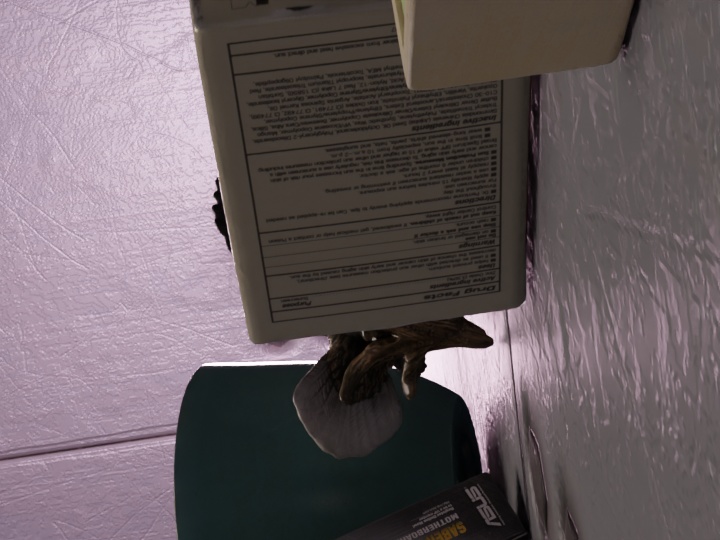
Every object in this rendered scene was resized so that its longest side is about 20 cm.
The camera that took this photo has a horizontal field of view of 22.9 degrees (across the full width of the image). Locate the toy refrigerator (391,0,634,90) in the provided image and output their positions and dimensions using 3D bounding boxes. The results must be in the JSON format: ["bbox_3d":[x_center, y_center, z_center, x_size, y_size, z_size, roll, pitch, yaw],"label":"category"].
[{"bbox_3d":[0.034,-0.121,0.428,0.200,0.069,0.076,86,175,-72],"label":"toy refrigerator"}]

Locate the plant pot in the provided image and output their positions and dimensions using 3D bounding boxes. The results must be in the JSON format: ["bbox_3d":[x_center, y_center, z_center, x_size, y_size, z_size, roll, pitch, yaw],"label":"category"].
[{"bbox_3d":[-0.008,0.147,1.095,0.201,0.160,0.202,-8,-90,-79],"label":"plant pot"}]

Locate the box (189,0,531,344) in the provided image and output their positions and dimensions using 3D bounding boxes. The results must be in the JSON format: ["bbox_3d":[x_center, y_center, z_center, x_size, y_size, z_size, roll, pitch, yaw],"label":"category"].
[{"bbox_3d":[0.001,-0.076,0.741,0.201,0.127,0.110,85,176,-53],"label":"box"}]

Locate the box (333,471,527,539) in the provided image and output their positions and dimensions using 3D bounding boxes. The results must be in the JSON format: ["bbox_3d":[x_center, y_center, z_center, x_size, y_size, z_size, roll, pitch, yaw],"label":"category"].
[{"bbox_3d":[0.015,0.215,0.991,0.048,0.157,0.201,55,160,38],"label":"box"}]

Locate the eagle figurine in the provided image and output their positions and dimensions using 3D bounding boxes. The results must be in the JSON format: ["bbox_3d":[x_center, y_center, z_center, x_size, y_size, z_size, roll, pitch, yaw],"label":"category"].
[{"bbox_3d":[0.006,-0.004,1.033,0.200,0.150,0.153,-126,16,-63],"label":"eagle figurine"}]
